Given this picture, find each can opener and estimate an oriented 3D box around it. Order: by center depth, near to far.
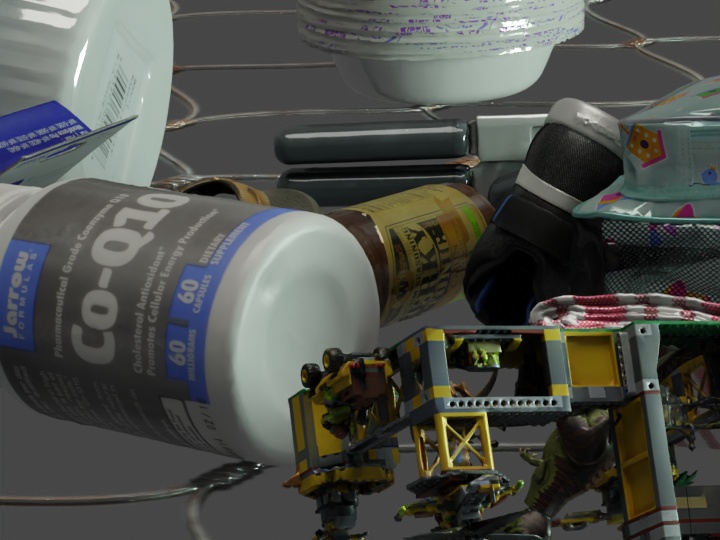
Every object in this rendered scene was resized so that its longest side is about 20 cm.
[{"bbox_3d":[0.047,-0.060,1.701,0.199,0.054,0.067,-2,15,5],"label":"can opener"}]

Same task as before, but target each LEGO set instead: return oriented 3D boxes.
[{"bbox_3d":[0.072,0.091,1.124,0.199,0.116,0.154,4,-19,-33],"label":"LEGO set"}]

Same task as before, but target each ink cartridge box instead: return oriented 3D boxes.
[{"bbox_3d":[-0.209,-0.033,1.475,0.200,0.039,0.099,-34,-5,34],"label":"ink cartridge box"}]

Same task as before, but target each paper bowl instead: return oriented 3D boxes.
[{"bbox_3d":[0.056,-0.177,2.016,0.200,0.105,0.201,-2,15,1],"label":"paper bowl"}]

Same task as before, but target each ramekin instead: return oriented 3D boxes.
[{"bbox_3d":[-0.175,-0.095,1.607,0.097,0.201,0.200,10,18,13],"label":"ramekin"}]

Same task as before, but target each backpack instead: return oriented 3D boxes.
[{"bbox_3d":[0.211,-0.014,1.349,0.199,0.154,0.176,12,15,21],"label":"backpack"}]

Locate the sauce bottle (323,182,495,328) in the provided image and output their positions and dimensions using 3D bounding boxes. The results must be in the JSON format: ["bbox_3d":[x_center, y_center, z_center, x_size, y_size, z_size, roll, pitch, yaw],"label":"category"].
[{"bbox_3d":[0.000,0.000,1.455,0.065,0.065,0.200,7,15,31],"label":"sauce bottle"}]

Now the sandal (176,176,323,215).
[{"bbox_3d":[-0.086,-0.020,1.573,0.082,0.055,0.200,9,19,34],"label":"sandal"}]

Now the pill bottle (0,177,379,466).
[{"bbox_3d":[-0.101,0.018,1.335,0.199,0.114,0.114,9,19,36],"label":"pill bottle"}]

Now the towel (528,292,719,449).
[{"bbox_3d":[0.181,0.044,1.219,0.199,0.030,0.146,3,-21,18],"label":"towel"}]

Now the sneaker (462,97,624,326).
[{"bbox_3d":[0.095,-0.012,1.499,0.073,0.112,0.200,30,-9,13],"label":"sneaker"}]
